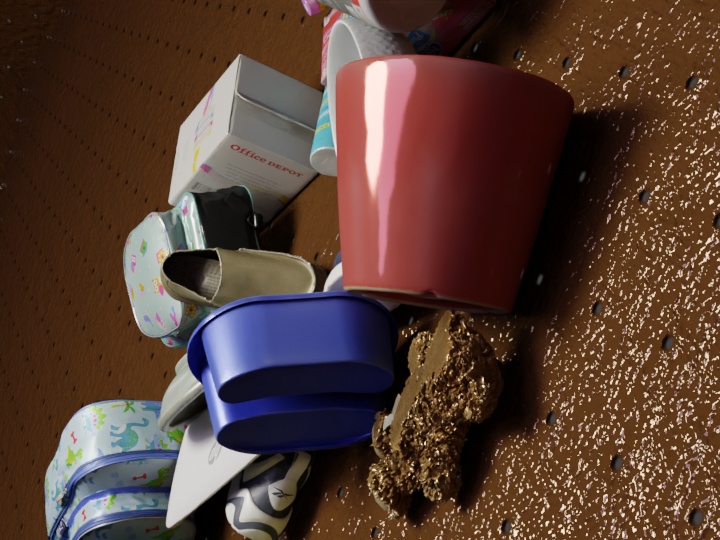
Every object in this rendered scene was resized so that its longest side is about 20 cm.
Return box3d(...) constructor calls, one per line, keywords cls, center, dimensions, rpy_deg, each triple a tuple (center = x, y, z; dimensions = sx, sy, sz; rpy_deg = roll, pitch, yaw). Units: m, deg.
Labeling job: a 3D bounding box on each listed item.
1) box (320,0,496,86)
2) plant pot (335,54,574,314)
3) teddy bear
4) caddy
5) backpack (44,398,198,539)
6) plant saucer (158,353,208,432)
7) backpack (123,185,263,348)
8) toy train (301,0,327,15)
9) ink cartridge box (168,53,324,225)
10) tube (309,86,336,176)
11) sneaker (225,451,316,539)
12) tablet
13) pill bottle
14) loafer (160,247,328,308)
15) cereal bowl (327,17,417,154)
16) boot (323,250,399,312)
box3d(cls="box", center=(0.047, -0.269, 1.255), dimensions=(0.200, 0.095, 0.101), rpy_deg=(-42, 36, 44))
box3d(cls="plant pot", center=(0.066, -0.062, 0.985), dimensions=(0.200, 0.198, 0.180), rpy_deg=(-2, 78, 63))
box3d(cls="teddy bear", center=(0.062, 0.122, 1.003), dimensions=(0.146, 0.066, 0.202), rpy_deg=(-98, 30, -60))
box3d(cls="caddy", center=(-0.058, 0.086, 1.105), dimensions=(0.142, 0.197, 0.106), rpy_deg=(100, 163, -47))
box3d(cls="backpack", center=(-0.260, 0.249, 1.384), dimensions=(0.201, 0.181, 0.148), rpy_deg=(116, 146, -42))
box3d(cls="plant saucer", center=(-0.141, 0.094, 1.282), dimensions=(0.050, 0.199, 0.200), rpy_deg=(53, 134, 7))
box3d(cls="backpack", center=(-0.205, 0.008, 1.484), dimensions=(0.200, 0.151, 0.178), rpy_deg=(-36, 69, 62))
box3d(cls="toy train", center=(0.005, -0.344, 1.311), dimensions=(0.056, 0.149, 0.200), rpy_deg=(58, 147, 10))
box3d(cls="ink cartridge box", center=(-0.135, -0.158, 1.506), dimensions=(0.200, 0.127, 0.127), rpy_deg=(-38, 40, 47))
box3d(cls="tube", center=(-0.021, -0.203, 1.411), dimensions=(0.077, 0.050, 0.202), rpy_deg=(-31, 40, 43))
box3d(cls="sneaker", center=(-0.095, 0.173, 1.254), dimensions=(0.130, 0.079, 0.200), rpy_deg=(-55, 21, 13))
box3d(cls="tablet", center=(-0.140, 0.169, 1.235), dimensions=(0.200, 0.014, 0.131), rpy_deg=(-43, 29, 39))
box3d(cls="pill bottle", center=(-0.012, -0.303, 1.136), dimensions=(0.199, 0.113, 0.115), rpy_deg=(33, 102, 44))
box3d(cls="loafer", center=(-0.134, 0.014, 1.331), dimensions=(0.067, 0.197, 0.077), rpy_deg=(30, -118, -75))
box3d(cls="cereal bowl", center=(0.028, -0.147, 1.182), dimensions=(0.200, 0.082, 0.203), rpy_deg=(170, 90, -77))
box3d(cls="boot", center=(0.000, 0.000, 1.154), dimensions=(0.200, 0.072, 0.091), rpy_deg=(127, 157, -62))
